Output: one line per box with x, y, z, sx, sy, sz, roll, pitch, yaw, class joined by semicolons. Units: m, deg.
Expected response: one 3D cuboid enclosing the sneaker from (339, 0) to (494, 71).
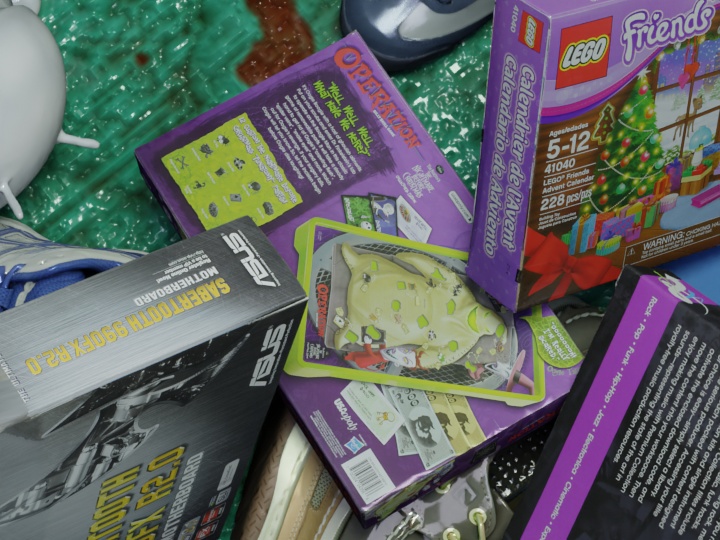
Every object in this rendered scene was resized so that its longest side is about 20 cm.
0.070;-0.171;0.987;0.200;0.082;0.070;-41;86;-3;sneaker

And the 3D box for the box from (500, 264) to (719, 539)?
0.152;0.108;0.846;0.200;0.036;0.144;40;115;41;box

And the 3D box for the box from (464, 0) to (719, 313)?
0.139;-0.072;0.916;0.199;0.039;0.137;-17;127;-30;box

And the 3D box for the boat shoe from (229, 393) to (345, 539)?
-0.004;0.077;0.974;0.076;0.072;0.201;21;85;-8;boat shoe

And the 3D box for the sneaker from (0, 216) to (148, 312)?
-0.154;0.010;0.971;0.199;0.088;0.076;4;86;3;sneaker

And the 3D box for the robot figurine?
-0.216;-0.095;0.968;0.200;0.113;0.170;34;52;4;robot figurine

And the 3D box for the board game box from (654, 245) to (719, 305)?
0.202;0.041;0.955;0.157;0.039;0.201;6;45;8;board game box

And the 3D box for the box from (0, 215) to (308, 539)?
-0.116;0.077;0.882;0.158;0.200;0.048;-24;64;-31;box

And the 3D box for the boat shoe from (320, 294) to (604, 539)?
0.053;0.097;0.952;0.202;0.072;0.060;-49;41;-12;boat shoe

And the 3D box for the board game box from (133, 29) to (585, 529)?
0.000;0.000;0.941;0.120;0.032;0.200;-30;68;-8;board game box
